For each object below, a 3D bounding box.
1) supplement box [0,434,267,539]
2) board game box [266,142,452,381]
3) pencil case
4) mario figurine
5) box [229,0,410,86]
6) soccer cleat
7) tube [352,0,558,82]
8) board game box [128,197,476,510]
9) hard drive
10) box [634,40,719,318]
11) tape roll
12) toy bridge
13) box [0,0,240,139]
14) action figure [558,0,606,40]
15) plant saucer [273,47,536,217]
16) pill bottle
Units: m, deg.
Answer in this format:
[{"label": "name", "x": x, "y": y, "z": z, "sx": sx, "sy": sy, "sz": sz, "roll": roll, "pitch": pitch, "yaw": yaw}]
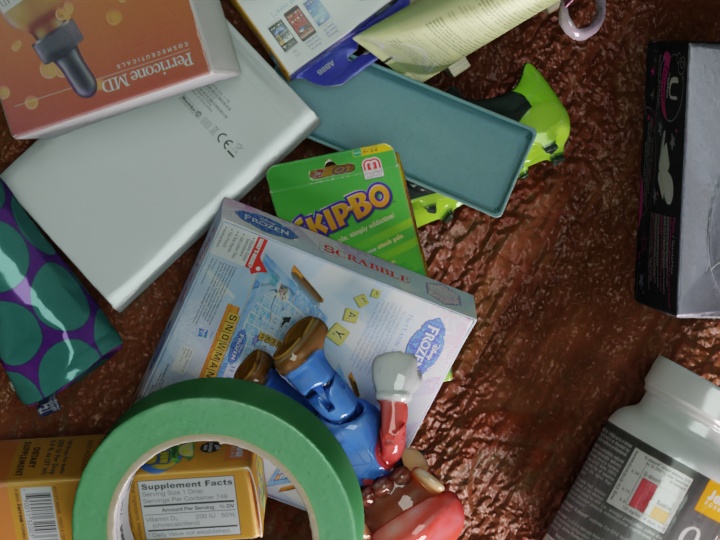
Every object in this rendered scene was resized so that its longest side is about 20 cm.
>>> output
[{"label": "supplement box", "x": -0.169, "y": 0.157, "z": 1.680, "sx": 0.198, "sy": 0.067, "sz": 0.069, "roll": -2, "pitch": 117, "yaw": 2}, {"label": "board game box", "x": 0.000, "y": 0.000, "z": 1.694, "sx": 0.095, "sy": 0.030, "sz": 0.201, "roll": -11, "pitch": 121, "yaw": 7}, {"label": "pencil case", "x": -0.260, "y": 0.003, "z": 1.665, "sx": 0.092, "sy": 0.085, "sz": 0.201, "roll": -32, "pitch": 100, "yaw": 18}, {"label": "mario figurine", "x": 0.001, "y": 0.122, "z": 1.668, "sx": 0.106, "sy": 0.123, "sz": 0.200, "roll": -46, "pitch": 106, "yaw": -23}, {"label": "box", "x": -0.049, "y": -0.233, "z": 1.677, "sx": 0.119, "sy": 0.041, "sz": 0.200, "roll": -36, "pitch": 87, "yaw": -4}, {"label": "soccer cleat", "x": 0.058, "y": -0.083, "z": 1.724, "sx": 0.199, "sy": 0.068, "sz": 0.081, "roll": -26, "pitch": 71, "yaw": 2}, {"label": "tube", "x": 0.093, "y": -0.193, "z": 1.641, "sx": 0.199, "sy": 0.052, "sz": 0.058, "roll": -30, "pitch": 99, "yaw": 28}, {"label": "board game box", "x": -0.046, "y": 0.071, "z": 1.694, "sx": 0.198, "sy": 0.041, "sz": 0.201, "roll": 22, "pitch": 115, "yaw": -11}, {"label": "hard drive", "x": -0.145, "y": -0.086, "z": 1.685, "sx": 0.200, "sy": 0.027, "sz": 0.132, "roll": -43, "pitch": 81, "yaw": -3}, {"label": "box", "x": 0.284, "y": -0.067, "z": 1.730, "sx": 0.131, "sy": 0.115, "sz": 0.202, "roll": 1, "pitch": 96, "yaw": -9}, {"label": "tape roll", "x": -0.098, "y": 0.176, "z": 1.611, "sx": 0.199, "sy": 0.048, "sz": 0.202, "roll": 2, "pitch": 104, "yaw": 7}, {"label": "toy bridge", "x": 0.057, "y": -0.175, "z": 1.726, "sx": 0.199, "sy": 0.027, "sz": 0.067, "roll": -34, "pitch": 99, "yaw": -3}, {"label": "box", "x": -0.188, "y": -0.208, "z": 1.615, "sx": 0.151, "sy": 0.106, "sz": 0.201, "roll": -18, "pitch": 91, "yaw": 8}, {"label": "action figure", "x": 0.113, "y": -0.284, "z": 1.698, "sx": 0.199, "sy": 0.134, "sz": 0.150, "roll": 23, "pitch": 129, "yaw": 11}, {"label": "plant saucer", "x": 0.026, "y": -0.106, "z": 1.687, "sx": 0.199, "sy": 0.019, "sz": 0.070, "roll": 23, "pitch": 87, "yaw": 15}, {"label": "pill bottle", "x": 0.217, "y": 0.173, "z": 1.746, "sx": 0.116, "sy": 0.116, "sz": 0.201, "roll": 28, "pitch": 92, "yaw": -11}]
